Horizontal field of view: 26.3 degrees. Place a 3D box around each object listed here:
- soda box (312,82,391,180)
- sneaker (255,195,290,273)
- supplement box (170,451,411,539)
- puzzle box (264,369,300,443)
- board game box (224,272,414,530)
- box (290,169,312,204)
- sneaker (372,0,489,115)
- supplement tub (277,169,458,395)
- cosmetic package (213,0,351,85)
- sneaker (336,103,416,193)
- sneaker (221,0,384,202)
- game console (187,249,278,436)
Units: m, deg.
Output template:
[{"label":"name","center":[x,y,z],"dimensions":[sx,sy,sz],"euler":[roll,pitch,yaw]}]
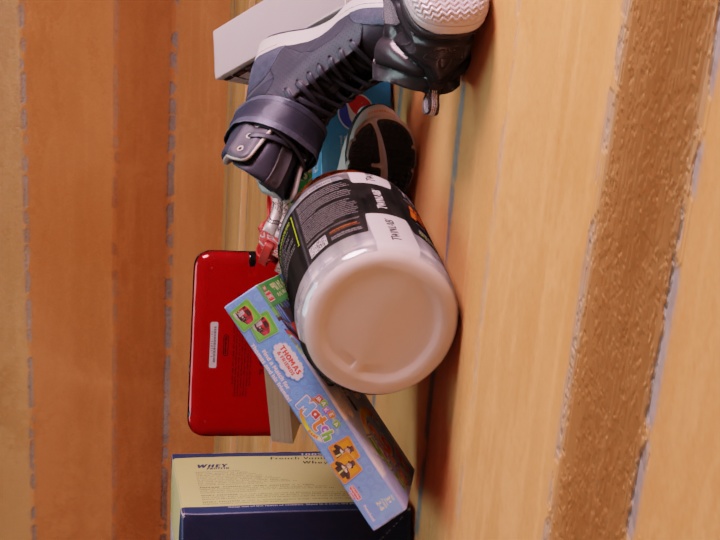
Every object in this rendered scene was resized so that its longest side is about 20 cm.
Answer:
[{"label":"soda box","center":[-0.008,-0.103,1.408],"dimensions":[0.064,0.067,0.203],"euler":[167,103,-80]},{"label":"sneaker","center":[-0.050,0.008,1.538],"dimensions":[0.067,0.106,0.204],"euler":[116,152,-69]},{"label":"supplement box","center":[-0.070,0.251,1.378],"dimensions":[0.200,0.197,0.136],"euler":[-143,54,-77]},{"label":"puzzle box","center":[-0.062,0.066,1.617],"dimensions":[0.201,0.025,0.134],"euler":[-70,-19,-52]},{"label":"board game box","center":[-0.028,0.098,1.214],"dimensions":[0.201,0.036,0.151],"euler":[57,-174,-1]},{"label":"box","center":[-0.046,-0.164,1.552],"dimensions":[0.117,0.048,0.201],"euler":[-47,34,27]},{"label":"sneaker","center":[0.037,-0.201,1.108],"dimensions":[0.201,0.074,0.115],"euler":[-103,18,-45]},{"label":"supplement tub","center":[0.000,0.000,1.195],"dimensions":[0.200,0.121,0.124],"euler":[-111,23,-64]},{"label":"cosmetic package","center":[-0.040,-0.207,1.317],"dimensions":[0.199,0.082,0.051],"euler":[-19,72,52]},{"label":"sneaker","center":[0.008,-0.050,1.334],"dimensions":[0.080,0.073,0.202],"euler":[-99,21,-63]},{"label":"sneaker","center":[-0.028,-0.130,1.207],"dimensions":[0.201,0.077,0.147],"euler":[-14,46,47]},{"label":"game console","center":[-0.112,0.073,1.710],"dimensions":[0.119,0.170,0.203],"euler":[-152,64,-74]}]
